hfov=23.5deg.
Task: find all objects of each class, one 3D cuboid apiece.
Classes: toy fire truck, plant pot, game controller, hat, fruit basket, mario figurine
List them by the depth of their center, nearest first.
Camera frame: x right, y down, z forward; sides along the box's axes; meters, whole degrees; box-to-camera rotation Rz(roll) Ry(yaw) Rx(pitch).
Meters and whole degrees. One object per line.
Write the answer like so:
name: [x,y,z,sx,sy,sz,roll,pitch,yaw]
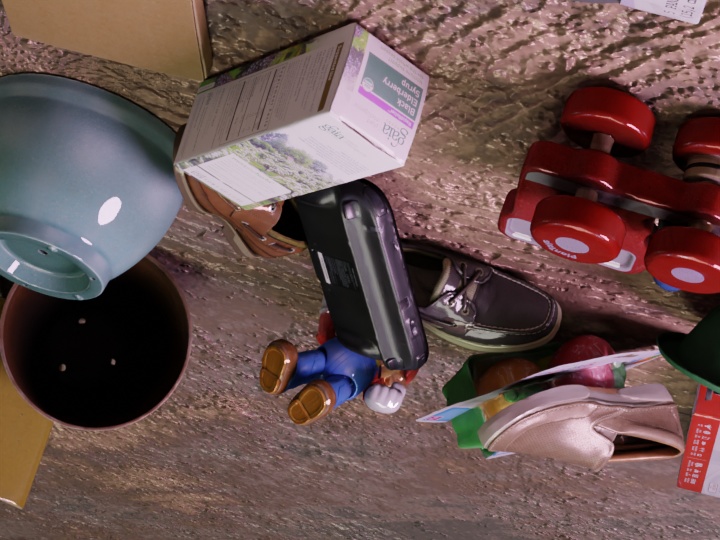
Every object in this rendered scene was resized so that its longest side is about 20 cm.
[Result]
toy fire truck: [0.205,-0.039,1.271,0.199,0.112,0.168,16,162,4]
hat: [0.344,0.012,1.396,0.165,0.177,0.200,16,-167,-2]
game controller: [0.000,0.000,1.491,0.104,0.042,0.200,26,141,44]
plant pot: [-0.257,-0.058,1.507,0.200,0.135,0.200,14,156,7]
fruit basket: [0.178,0.108,1.558,0.185,0.094,0.200,-6,171,-41]
mario figurine: [-0.002,0.071,1.606,0.106,0.124,0.200,-14,-177,35]
plant pot: [-0.276,0.073,1.778,0.186,0.187,0.200,21,170,-9]
plant pot: [-0.436,0.120,1.902,0.194,0.200,0.195,30,168,-25]

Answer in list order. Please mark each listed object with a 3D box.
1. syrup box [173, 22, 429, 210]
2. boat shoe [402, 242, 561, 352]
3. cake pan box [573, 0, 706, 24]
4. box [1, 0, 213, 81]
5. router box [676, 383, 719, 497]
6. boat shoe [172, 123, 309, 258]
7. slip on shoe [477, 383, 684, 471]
syrup box: [-0.047,-0.113,1.314,0.079,0.082,0.200,31,152,-32]
boat shoe: [0.076,0.019,1.523,0.200,0.072,0.066,15,161,17]
cake pan box: [0.126,-0.230,0.991,0.184,0.052,0.200,17,156,6]
box: [-0.195,-0.216,1.268,0.163,0.021,0.200,15,156,7]
router box: [0.400,0.172,1.652,0.179,0.049,0.200,12,155,12]
boat shoe: [-0.094,-0.070,1.464,0.068,0.072,0.200,4,162,20]
slip on shoe: [0.194,0.141,1.492,0.199,0.061,0.076,-1,147,-34]
